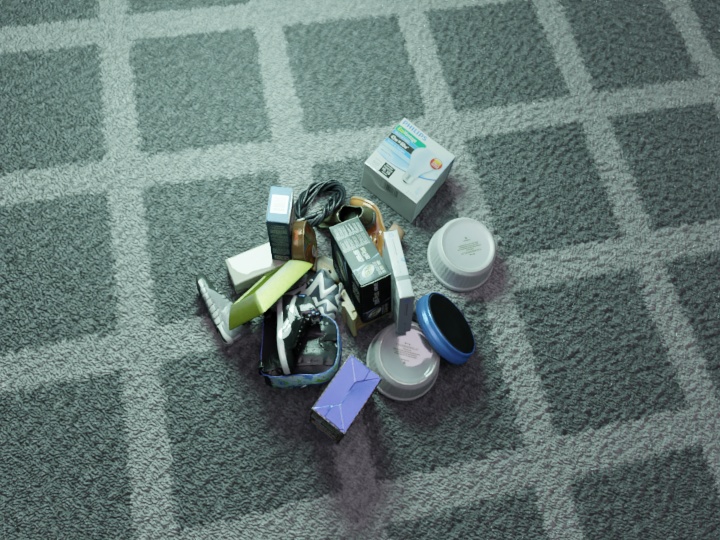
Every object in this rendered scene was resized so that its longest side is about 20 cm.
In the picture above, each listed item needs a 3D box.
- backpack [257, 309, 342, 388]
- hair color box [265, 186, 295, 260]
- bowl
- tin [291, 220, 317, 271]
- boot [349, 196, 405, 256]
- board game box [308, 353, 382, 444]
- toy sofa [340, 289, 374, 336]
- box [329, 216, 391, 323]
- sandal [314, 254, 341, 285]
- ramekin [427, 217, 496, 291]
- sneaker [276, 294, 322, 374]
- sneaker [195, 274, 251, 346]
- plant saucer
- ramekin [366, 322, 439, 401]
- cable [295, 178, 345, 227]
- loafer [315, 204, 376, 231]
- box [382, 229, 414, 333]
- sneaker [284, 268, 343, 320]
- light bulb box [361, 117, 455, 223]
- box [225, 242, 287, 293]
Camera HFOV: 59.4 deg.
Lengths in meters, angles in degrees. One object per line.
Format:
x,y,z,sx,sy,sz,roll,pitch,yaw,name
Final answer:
-0.144,0.201,1.586,0.194,0.148,0.188,-1,62,5,backpack
-0.199,-0.115,1.604,0.059,0.201,0.103,5,64,-1,hair color box
0.225,0.145,1.645,0.199,0.039,0.203,36,31,-26,bowl
-0.145,-0.063,1.641,0.041,0.200,0.116,3,80,6,tin
0.011,-0.102,1.770,0.199,0.074,0.155,38,76,15,boot
-0.040,0.316,1.529,0.096,0.201,0.161,35,69,7,board game box
0.041,0.080,1.692,0.196,0.084,0.098,-25,56,-15,toy sofa
0.000,0.000,1.599,0.084,0.166,0.202,-21,56,-13,box
-0.045,0.008,1.727,0.196,0.055,0.083,28,68,5,sandal
0.289,-0.053,1.769,0.196,0.095,0.208,2,68,-6,ramekin
-0.141,0.140,1.493,0.108,0.074,0.204,-8,58,0,sneaker
-0.348,0.087,1.659,0.113,0.075,0.204,-25,83,-20,sneaker
-0.236,0.050,1.566,0.048,0.198,0.200,51,52,-10,plant saucer
0.116,0.227,1.631,0.196,0.095,0.208,2,69,-5,ramekin
-0.116,-0.192,1.755,0.200,0.161,0.051,-46,123,-25,cable
-0.052,-0.155,1.745,0.195,0.069,0.077,-3,71,27,loafer
0.091,0.028,1.581,0.040,0.158,0.204,-9,54,-6,box
-0.130,0.049,1.668,0.195,0.080,0.132,12,64,33,sneaker
0.136,-0.290,1.827,0.197,0.125,0.201,37,70,9,light bulb box
-0.260,-0.019,1.705,0.196,0.069,0.084,-22,71,-14,box
